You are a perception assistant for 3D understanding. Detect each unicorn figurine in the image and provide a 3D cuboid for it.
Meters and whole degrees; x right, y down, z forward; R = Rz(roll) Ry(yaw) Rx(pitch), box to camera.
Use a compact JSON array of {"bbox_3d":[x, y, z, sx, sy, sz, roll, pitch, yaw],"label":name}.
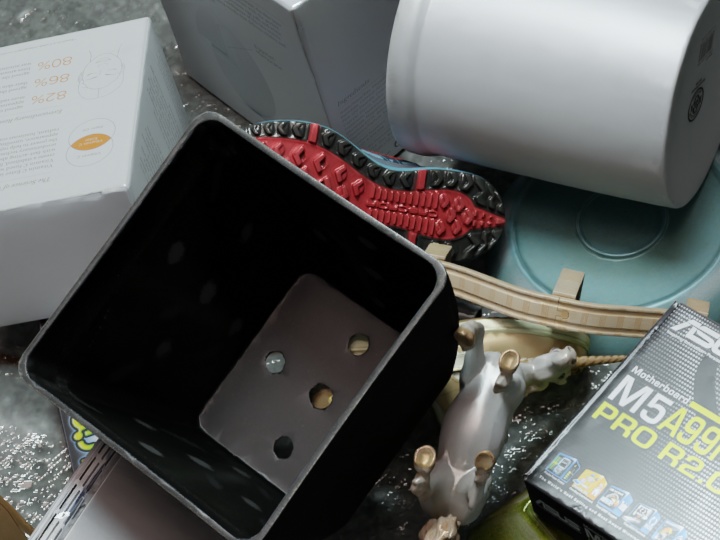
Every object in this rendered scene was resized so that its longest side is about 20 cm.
[{"bbox_3d":[0.081,0.090,1.386,0.074,0.137,0.200,34,77,18],"label":"unicorn figurine"}]

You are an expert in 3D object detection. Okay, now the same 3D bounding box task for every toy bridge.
[{"bbox_3d":[0.135,0.020,1.471,0.199,0.027,0.067,12,16,9],"label":"toy bridge"}]

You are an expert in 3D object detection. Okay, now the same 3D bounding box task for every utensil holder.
[{"bbox_3d":[0.142,-0.140,1.532,0.199,0.170,0.170,16,60,22],"label":"utensil holder"}]

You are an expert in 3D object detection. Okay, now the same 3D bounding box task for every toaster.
[{"bbox_3d":[-0.142,0.189,1.396,0.129,0.114,0.200,34,50,-1],"label":"toaster"}]

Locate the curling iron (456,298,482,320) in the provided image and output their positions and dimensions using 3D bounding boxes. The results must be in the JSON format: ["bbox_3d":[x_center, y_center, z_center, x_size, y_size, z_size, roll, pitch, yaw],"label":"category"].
[{"bbox_3d":[0.000,0.000,1.545,0.199,0.026,0.050,20,58,36],"label":"curling iron"}]

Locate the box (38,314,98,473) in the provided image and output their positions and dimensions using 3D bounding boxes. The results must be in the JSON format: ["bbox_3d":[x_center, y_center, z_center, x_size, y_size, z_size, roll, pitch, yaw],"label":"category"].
[{"bbox_3d":[-0.151,0.098,1.550,0.110,0.035,0.201,-19,52,1],"label":"box"}]

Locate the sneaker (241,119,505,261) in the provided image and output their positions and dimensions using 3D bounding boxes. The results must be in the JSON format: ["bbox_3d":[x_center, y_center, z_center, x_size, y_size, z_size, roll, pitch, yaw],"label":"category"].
[{"bbox_3d":[-0.004,-0.049,1.557,0.199,0.096,0.080,17,89,-10],"label":"sneaker"}]

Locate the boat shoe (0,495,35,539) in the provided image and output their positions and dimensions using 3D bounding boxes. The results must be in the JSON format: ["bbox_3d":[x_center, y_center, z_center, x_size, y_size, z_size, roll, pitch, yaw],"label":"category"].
[{"bbox_3d":[-0.223,0.216,1.466,0.200,0.072,0.072,37,44,13],"label":"boat shoe"}]

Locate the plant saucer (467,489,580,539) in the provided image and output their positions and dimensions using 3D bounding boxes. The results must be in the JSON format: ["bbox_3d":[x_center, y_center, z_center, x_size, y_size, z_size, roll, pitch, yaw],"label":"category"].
[{"bbox_3d":[0.195,0.166,1.396,0.199,0.048,0.200,-34,53,-10],"label":"plant saucer"}]

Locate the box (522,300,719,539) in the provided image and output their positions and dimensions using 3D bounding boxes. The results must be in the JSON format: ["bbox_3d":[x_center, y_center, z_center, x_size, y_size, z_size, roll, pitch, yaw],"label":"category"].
[{"bbox_3d":[0.223,0.128,1.357,0.200,0.044,0.160,32,69,33],"label":"box"}]

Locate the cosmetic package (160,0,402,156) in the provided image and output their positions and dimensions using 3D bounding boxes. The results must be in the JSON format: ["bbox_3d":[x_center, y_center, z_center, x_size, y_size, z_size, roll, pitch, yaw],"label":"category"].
[{"bbox_3d":[-0.050,-0.201,1.638,0.123,0.200,0.199,-42,55,-16],"label":"cosmetic package"}]

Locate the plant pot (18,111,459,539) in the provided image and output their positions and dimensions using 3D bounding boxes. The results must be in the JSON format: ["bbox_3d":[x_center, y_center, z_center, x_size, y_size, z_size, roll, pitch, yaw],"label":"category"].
[{"bbox_3d":[-0.051,0.057,1.389,0.200,0.177,0.200,34,86,26],"label":"plant pot"}]

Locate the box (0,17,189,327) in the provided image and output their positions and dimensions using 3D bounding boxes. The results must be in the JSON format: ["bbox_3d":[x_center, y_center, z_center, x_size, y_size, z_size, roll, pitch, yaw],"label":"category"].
[{"bbox_3d":[-0.215,-0.072,1.624,0.152,0.107,0.201,-10,41,10],"label":"box"}]

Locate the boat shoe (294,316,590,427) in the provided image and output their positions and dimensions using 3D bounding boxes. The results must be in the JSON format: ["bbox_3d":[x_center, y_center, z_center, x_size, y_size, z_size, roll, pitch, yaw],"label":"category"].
[{"bbox_3d":[0.056,0.073,1.496,0.199,0.074,0.067,-5,71,7],"label":"boat shoe"}]

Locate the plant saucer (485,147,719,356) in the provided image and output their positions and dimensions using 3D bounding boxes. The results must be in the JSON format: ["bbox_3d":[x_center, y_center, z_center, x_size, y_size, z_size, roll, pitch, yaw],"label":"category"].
[{"bbox_3d":[0.183,-0.028,1.558,0.199,0.027,0.201,-8,53,11],"label":"plant saucer"}]
